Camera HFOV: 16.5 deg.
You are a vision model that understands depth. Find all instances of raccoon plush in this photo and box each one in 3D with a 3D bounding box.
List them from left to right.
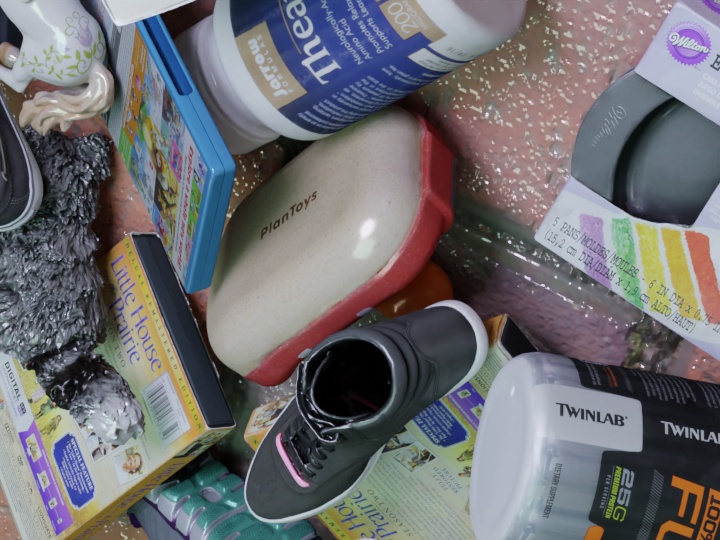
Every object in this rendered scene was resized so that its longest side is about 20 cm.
[{"bbox_3d":[-0.171,-0.001,1.572,0.200,0.097,0.134,37,108,21],"label":"raccoon plush"}]

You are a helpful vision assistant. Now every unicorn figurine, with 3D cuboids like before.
[{"bbox_3d":[-0.204,-0.168,1.454,0.137,0.074,0.200,0,141,47],"label":"unicorn figurine"}]

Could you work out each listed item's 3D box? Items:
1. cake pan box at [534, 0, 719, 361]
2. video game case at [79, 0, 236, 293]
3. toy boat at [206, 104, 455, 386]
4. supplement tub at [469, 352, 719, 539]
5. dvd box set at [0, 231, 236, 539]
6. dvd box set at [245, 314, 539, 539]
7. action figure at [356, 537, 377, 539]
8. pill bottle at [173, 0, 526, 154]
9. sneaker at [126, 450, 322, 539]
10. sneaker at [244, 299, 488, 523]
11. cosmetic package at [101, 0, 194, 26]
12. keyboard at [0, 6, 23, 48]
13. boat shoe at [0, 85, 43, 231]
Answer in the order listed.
[{"bbox_3d":[0.218,-0.043,1.404,0.200,0.052,0.184,35,124,6],"label":"cake pan box"},{"bbox_3d":[-0.128,-0.103,1.472,0.200,0.018,0.143,63,158,23],"label":"video game case"},{"bbox_3d":[0.000,0.000,1.510,0.131,0.131,0.200,32,131,-28],"label":"toy boat"},{"bbox_3d":[0.173,0.121,1.434,0.200,0.123,0.123,10,125,-12],"label":"supplement tub"},{"bbox_3d":[-0.176,0.086,1.645,0.200,0.029,0.146,-39,66,36],"label":"dvd box set"},{"bbox_3d":[0.048,0.113,1.551,0.200,0.029,0.146,-23,122,33],"label":"dvd box set"},{"bbox_3d":[0.111,0.218,1.568,0.200,0.134,0.149,-21,68,0],"label":"action figure"},{"bbox_3d":[-0.013,-0.142,1.428,0.200,0.111,0.111,-26,102,34],"label":"pill bottle"},{"bbox_3d":[-0.087,0.186,1.653,0.200,0.074,0.088,42,143,34],"label":"sneaker"},{"bbox_3d":[-0.022,0.087,1.462,0.200,0.099,0.071,-42,71,30],"label":"sneaker"},{"bbox_3d":[-0.068,-0.217,1.361,0.103,0.200,0.087,-15,107,32],"label":"cosmetic package"},{"bbox_3d":[-0.215,-0.203,1.503,0.127,0.021,0.200,38,147,19],"label":"keyboard"},{"bbox_3d":[-0.263,-0.114,1.531,0.070,0.066,0.200,-27,80,10],"label":"boat shoe"}]
